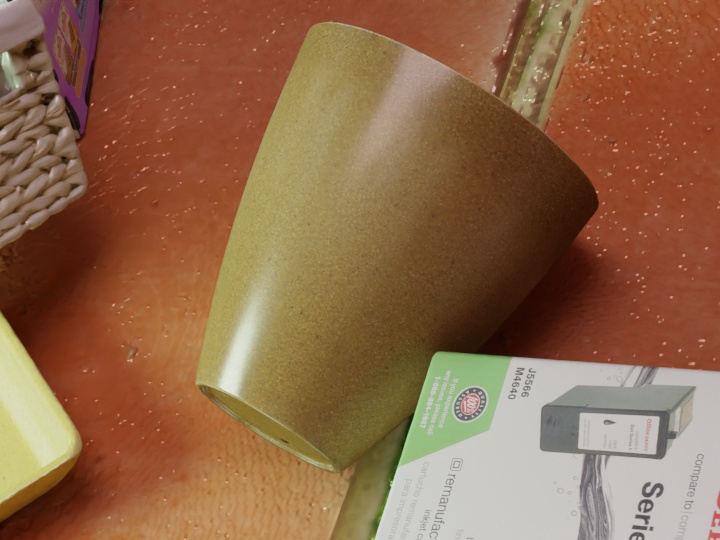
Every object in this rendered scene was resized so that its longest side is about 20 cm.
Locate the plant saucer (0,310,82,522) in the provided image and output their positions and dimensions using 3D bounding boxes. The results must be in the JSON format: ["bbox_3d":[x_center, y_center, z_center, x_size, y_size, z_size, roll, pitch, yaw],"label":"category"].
[{"bbox_3d":[-0.271,0.106,1.639,0.199,0.049,0.200,-32,47,-7],"label":"plant saucer"}]

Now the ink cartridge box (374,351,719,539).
[{"bbox_3d":[0.120,0.126,1.443,0.199,0.084,0.146,2,53,23],"label":"ink cartridge box"}]

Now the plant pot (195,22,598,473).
[{"bbox_3d":[0.000,0.000,1.550,0.186,0.186,0.201,24,76,35],"label":"plant pot"}]

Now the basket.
[{"bbox_3d":[-0.274,-0.066,1.680,0.199,0.124,0.135,-9,19,41],"label":"basket"}]

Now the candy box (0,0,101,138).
[{"bbox_3d":[-0.228,-0.204,1.780,0.071,0.201,0.169,-9,48,14],"label":"candy box"}]
